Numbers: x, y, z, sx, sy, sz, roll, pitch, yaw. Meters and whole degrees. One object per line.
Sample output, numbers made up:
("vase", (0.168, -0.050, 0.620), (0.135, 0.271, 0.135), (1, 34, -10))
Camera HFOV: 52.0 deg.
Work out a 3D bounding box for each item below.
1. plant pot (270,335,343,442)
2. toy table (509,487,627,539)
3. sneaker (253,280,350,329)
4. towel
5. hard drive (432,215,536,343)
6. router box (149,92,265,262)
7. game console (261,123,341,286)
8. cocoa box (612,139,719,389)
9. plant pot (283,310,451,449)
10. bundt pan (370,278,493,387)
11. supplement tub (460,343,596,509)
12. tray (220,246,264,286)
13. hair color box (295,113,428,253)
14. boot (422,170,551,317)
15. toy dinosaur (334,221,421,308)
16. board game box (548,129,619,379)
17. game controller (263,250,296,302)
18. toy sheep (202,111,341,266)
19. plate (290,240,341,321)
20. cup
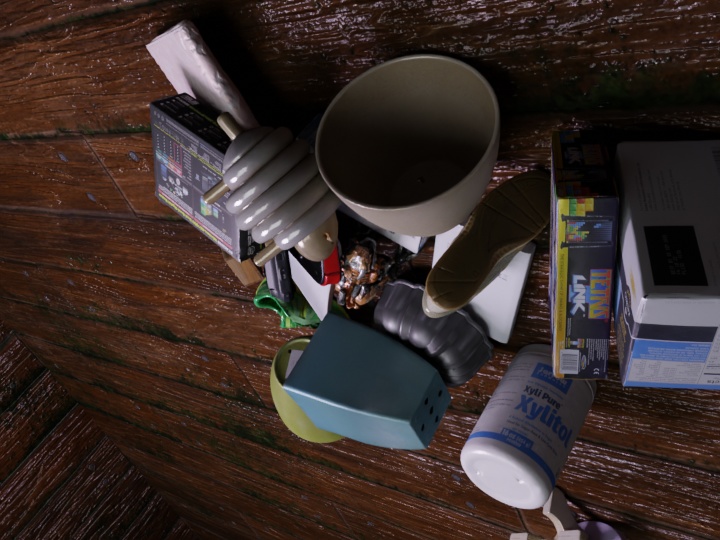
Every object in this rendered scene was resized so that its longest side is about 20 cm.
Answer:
("plant pot", (-0.080, 0.186, 1.270), (0.186, 0.188, 0.200), (26, 164, 17))
("toy table", (0.361, 0.491, 1.296), (0.117, 0.184, 0.200), (29, 137, -16))
("sneaker", (-0.101, 0.079, 1.305), (0.199, 0.084, 0.074), (24, 144, 19))
("towel", (-0.207, -0.241, 1.015), (0.200, 0.032, 0.191), (56, 164, -24))
("hard drive", (0.162, 0.010, 1.021), (0.131, 0.027, 0.201), (25, 145, 19))
("router box", (-0.198, -0.127, 0.986), (0.200, 0.062, 0.150), (36, 135, 29))
("game console", (-0.082, -0.089, 1.002), (0.200, 0.031, 0.178), (44, 144, 49))
("cocoa box", (0.303, -0.007, 0.677), (0.133, 0.201, 0.132), (0, 137, 11))
("plant pot", (0.023, 0.176, 1.099), (0.199, 0.142, 0.141), (14, 151, 32))
("bundt pan", (0.098, 0.106, 1.119), (0.201, 0.076, 0.202), (31, 158, 14))
("supplement tub", (0.238, 0.217, 1.040), (0.131, 0.200, 0.132), (25, 146, 18))
("tray", (-0.199, -0.085, 1.115), (0.099, 0.037, 0.201), (69, 179, -64))
("hair color box", (0.011, -0.116, 0.979), (0.199, 0.061, 0.100), (30, 150, 13))
("boot", (0.149, -0.026, 0.889), (0.072, 0.200, 0.155), (42, 173, 8))
("toy dinosaur", (0.000, 0.000, 1.056), (0.102, 0.136, 0.200), (40, 155, -9))
("board game box", (0.221, -0.019, 0.747), (0.056, 0.166, 0.201), (0, 122, 13))
("game controller", (-0.126, -0.056, 1.053), (0.104, 0.042, 0.201), (-117, 19, -60))
("toy sheep", (-0.097, -0.093, 0.837), (0.200, 0.138, 0.138), (50, 146, -14))
("plate", (-0.086, -0.048, 1.129), (0.200, 0.032, 0.200), (55, 155, 25))
("cup", (0.066, -0.118, 0.831), (0.199, 0.201, 0.143), (19, 161, 27))
